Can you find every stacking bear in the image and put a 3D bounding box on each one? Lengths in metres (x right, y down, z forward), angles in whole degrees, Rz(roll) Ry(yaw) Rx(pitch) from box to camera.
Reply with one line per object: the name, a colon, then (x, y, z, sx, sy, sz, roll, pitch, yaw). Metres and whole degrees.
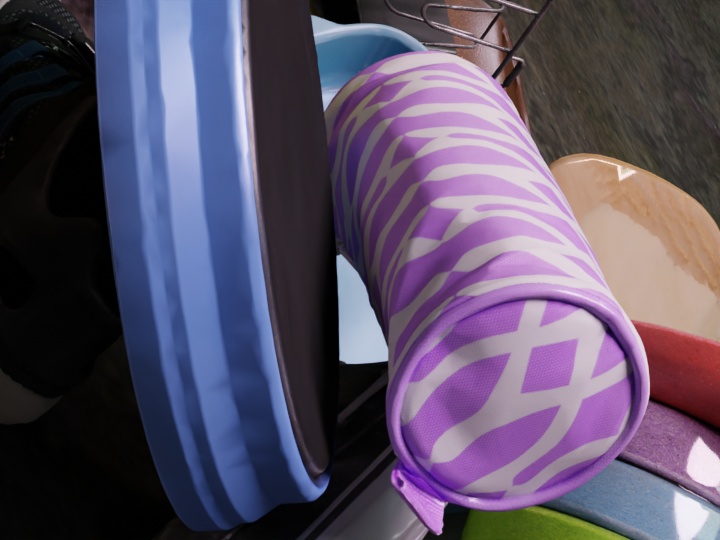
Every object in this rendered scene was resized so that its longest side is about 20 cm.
stacking bear: (0.079, 0.128, 0.828, 0.113, 0.200, 0.121, 23, -16, 8)

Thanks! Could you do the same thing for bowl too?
bowl: (-0.036, -0.028, 0.696, 0.201, 0.039, 0.201, -6, 90, -85)

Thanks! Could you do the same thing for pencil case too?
pencil case: (0.030, -0.002, 0.778, 0.084, 0.085, 0.200, 53, 8, -25)

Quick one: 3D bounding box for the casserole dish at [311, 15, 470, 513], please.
casserole dish: (0.000, 0.000, 0.909, 0.200, 0.121, 0.039, 66, -21, 11)

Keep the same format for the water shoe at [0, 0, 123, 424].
water shoe: (-0.086, -0.032, 0.760, 0.072, 0.079, 0.200, 48, 23, -33)

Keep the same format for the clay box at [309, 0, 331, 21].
clay box: (-0.023, -0.116, 1.079, 0.200, 0.048, 0.115, 52, 23, -30)

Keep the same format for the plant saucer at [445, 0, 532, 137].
plant saucer: (0.063, -0.036, 1.101, 0.200, 0.032, 0.201, -10, 90, -81)

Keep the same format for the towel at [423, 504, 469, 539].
towel: (0.097, 0.167, 0.890, 0.152, 0.023, 0.200, -20, 83, -27)

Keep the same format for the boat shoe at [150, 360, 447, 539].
boat shoe: (-0.004, 0.059, 0.797, 0.071, 0.072, 0.200, 37, 34, 8)

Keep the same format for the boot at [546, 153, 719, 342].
boot: (0.108, 0.000, 1.015, 0.201, 0.071, 0.144, 35, 0, -32)

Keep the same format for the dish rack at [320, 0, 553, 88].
dish rack: (0.049, -0.160, 0.959, 0.054, 0.200, 0.154, 7, 52, -27)
